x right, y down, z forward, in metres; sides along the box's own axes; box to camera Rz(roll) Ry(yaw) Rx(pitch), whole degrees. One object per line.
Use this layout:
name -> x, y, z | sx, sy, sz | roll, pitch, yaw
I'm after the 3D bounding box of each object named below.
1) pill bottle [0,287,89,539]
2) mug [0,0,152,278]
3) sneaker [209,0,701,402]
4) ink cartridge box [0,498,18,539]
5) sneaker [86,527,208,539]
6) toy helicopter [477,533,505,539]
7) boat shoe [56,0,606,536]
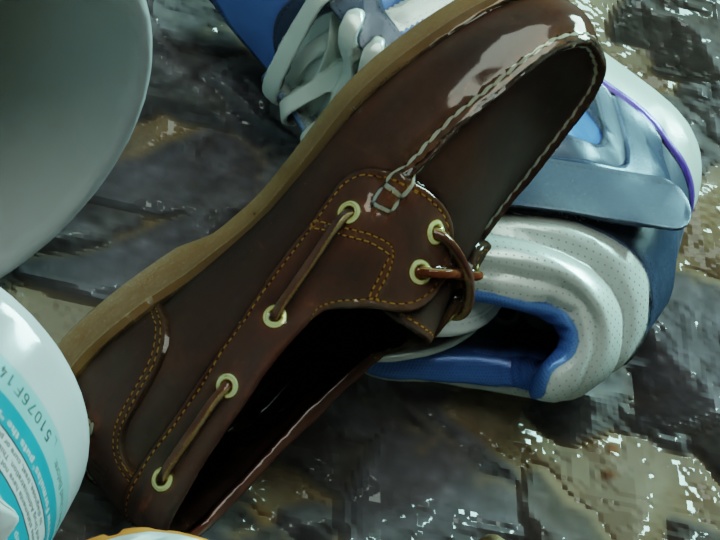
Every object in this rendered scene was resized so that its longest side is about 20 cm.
pill bottle -> -0.152, 0.090, 0.748 | 0.110, 0.111, 0.200 | 26, 44, 0
mug -> -0.161, -0.100, 0.876 | 0.149, 0.187, 0.153 | -21, 52, -25
sneaker -> 0.011, -0.038, 0.953 | 0.200, 0.081, 0.147 | 33, 41, 0
ink cartridge box -> -0.192, 0.086, 0.626 | 0.145, 0.084, 0.200 | 29, 78, 40
sneaker -> -0.074, 0.143, 0.612 | 0.092, 0.076, 0.200 | 31, 62, 24
toy helicopter -> 0.034, 0.121, 0.788 | 0.079, 0.133, 0.200 | 28, 21, -8
boat shoe -> 0.000, 0.000, 0.868 | 0.200, 0.070, 0.070 | -43, 54, 2
